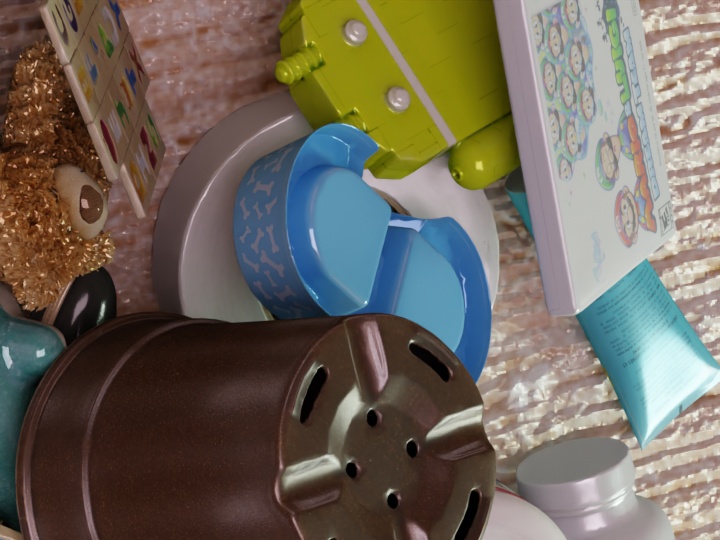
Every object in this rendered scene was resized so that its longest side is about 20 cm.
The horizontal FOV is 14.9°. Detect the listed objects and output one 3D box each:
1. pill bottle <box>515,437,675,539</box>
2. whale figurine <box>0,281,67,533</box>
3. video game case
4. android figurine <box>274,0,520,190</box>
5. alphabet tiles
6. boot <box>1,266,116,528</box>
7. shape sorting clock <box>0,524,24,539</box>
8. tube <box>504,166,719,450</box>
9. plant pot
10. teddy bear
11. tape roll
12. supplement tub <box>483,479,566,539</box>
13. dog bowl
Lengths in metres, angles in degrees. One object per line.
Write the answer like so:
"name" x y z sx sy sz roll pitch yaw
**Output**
"pill bottle" 0.153 0.211 1.721 0.104 0.104 0.201 -18 106 -14
"whale figurine" -0.224 0.087 1.527 0.159 0.104 0.200 -38 93 27
"video game case" 0.135 -0.093 1.620 0.024 0.182 0.201 -4 104 26
"android figurine" 0.034 -0.130 1.597 0.200 0.041 0.182 -28 85 -37
"alphabet tiles" -0.144 -0.123 1.508 0.006 0.200 0.167 -18 107 7
"boot" -0.126 0.100 1.583 0.077 0.138 0.201 -27 127 -58
"shape sorting clock" -0.229 0.192 1.556 0.200 0.200 0.039 32 47 -21
"tube" 0.159 0.014 1.716 0.077 0.050 0.200 -38 113 -14
"plant pot" -0.046 0.110 1.463 0.200 0.198 0.201 9 77 -41
"teddy bear" -0.161 -0.059 1.516 0.067 0.200 0.146 7 100 4
"tape roll" -0.022 -0.004 1.637 0.202 0.071 0.203 -4 102 -18
"supplement tub" 0.035 0.176 1.622 0.140 0.200 0.141 -4 102 -18
"dog bowl" 0.000 0.000 1.542 0.200 0.049 0.112 42 52 -42
